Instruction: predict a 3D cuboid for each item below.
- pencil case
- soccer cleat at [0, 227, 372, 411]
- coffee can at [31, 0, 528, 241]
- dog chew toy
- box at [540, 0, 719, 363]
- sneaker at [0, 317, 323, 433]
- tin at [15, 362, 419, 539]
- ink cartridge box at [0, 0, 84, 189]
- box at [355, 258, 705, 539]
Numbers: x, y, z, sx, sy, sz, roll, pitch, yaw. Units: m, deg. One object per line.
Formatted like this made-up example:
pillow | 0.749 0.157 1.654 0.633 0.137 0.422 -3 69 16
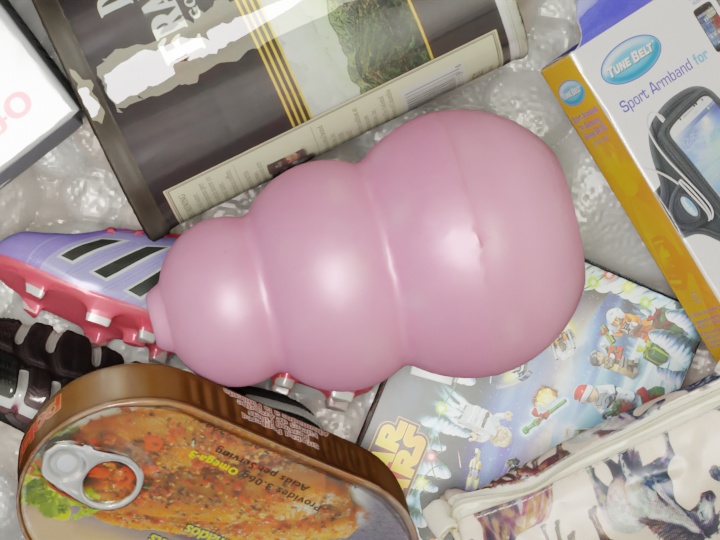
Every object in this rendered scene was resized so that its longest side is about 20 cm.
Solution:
pencil case | 0.133 0.098 1.330 0.199 0.078 0.090 -26 119 9
soccer cleat | -0.079 0.008 1.387 0.199 0.067 0.077 17 75 -3
coffee can | -0.041 -0.123 1.339 0.199 0.146 0.147 -26 93 -2
dog chew toy | 0.000 0.000 1.315 0.199 0.125 0.125 -14 92 -3
box | 0.176 -0.064 1.385 0.119 0.041 0.201 -32 91 -24
sneaker | -0.123 0.102 1.368 0.199 0.076 0.116 17 115 -3
tin | -0.066 0.112 1.321 0.199 0.042 0.112 25 113 -24
ink cartridge box | -0.245 -0.110 1.360 0.145 0.084 0.200 -37 93 -1
box | 0.071 0.086 1.402 0.136 0.040 0.201 22 91 -2
